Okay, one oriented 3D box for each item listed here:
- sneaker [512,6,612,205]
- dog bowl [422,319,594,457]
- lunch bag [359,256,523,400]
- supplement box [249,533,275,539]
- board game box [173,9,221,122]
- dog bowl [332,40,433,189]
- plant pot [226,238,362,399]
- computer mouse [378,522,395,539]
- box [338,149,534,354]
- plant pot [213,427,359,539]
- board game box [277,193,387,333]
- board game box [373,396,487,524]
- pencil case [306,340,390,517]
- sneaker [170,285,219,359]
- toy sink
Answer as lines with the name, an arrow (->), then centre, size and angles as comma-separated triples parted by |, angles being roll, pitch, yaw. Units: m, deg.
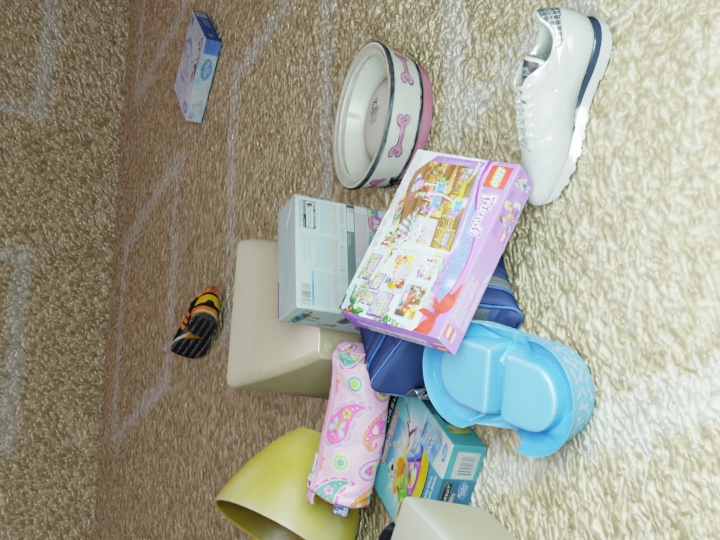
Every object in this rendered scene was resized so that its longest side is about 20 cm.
sneaker -> 0.187, -0.166, 1.204 | 0.076, 0.080, 0.203 | -137, 55, -61
dog bowl -> 0.146, 0.109, 1.167 | 0.199, 0.049, 0.113 | 16, 108, 46
lunch bag -> 0.080, 0.061, 1.311 | 0.201, 0.134, 0.133 | 120, 150, -41
supplement box -> -0.114, 0.485, 1.686 | 0.131, 0.102, 0.202 | 132, 141, -53
board game box -> -0.382, -0.477, 2.756 | 0.201, 0.043, 0.201 | -118, 42, -55
dog bowl -> 0.031, -0.204, 1.608 | 0.200, 0.073, 0.203 | -172, 90, -69
plant pot -> -0.043, 0.060, 1.563 | 0.176, 0.198, 0.203 | -13, 71, 55
computer mouse -> 0.048, 0.406, 1.424 | 0.058, 0.034, 0.203 | -5, 82, 50
box -> 0.077, -0.023, 1.211 | 0.136, 0.039, 0.202 | 14, 70, 41
plant pot -> -0.078, 0.298, 1.589 | 0.143, 0.199, 0.200 | -60, 14, -23
board game box -> 0.000, 0.000, 1.445 | 0.064, 0.198, 0.149 | 140, 134, -56
board game box -> 0.070, 0.222, 1.399 | 0.200, 0.046, 0.153 | -129, 51, -61
pencil case -> -0.010, 0.189, 1.437 | 0.087, 0.086, 0.203 | -153, 74, -67
sneaker -> -0.328, 0.106, 2.411 | 0.200, 0.069, 0.091 | 129, 157, -52
toy sink -> 0.089, 0.358, 1.223 | 0.130, 0.111, 0.203 | 31, 106, 66
